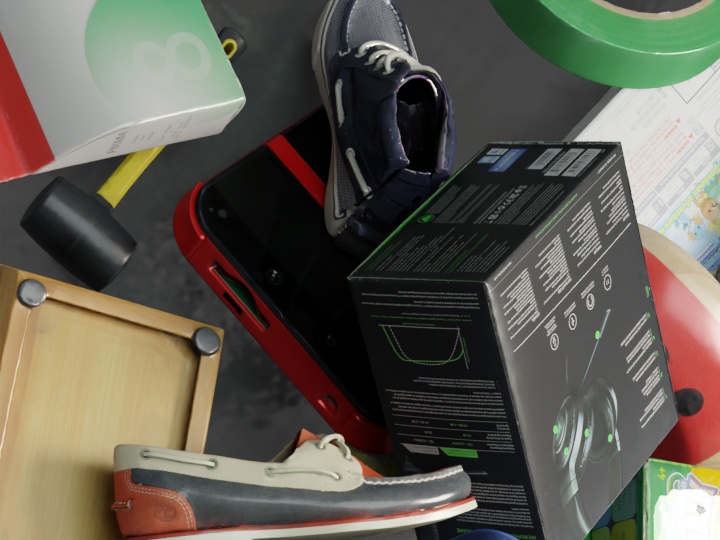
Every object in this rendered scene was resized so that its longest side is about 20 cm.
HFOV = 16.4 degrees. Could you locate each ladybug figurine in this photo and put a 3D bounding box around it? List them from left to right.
[{"bbox_3d":[0.181,0.057,1.551,0.072,0.135,0.201,-43,102,-37],"label":"ladybug figurine"}]

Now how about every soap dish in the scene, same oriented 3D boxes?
[{"bbox_3d":[-0.159,0.102,1.391,0.156,0.081,0.201,17,69,-23],"label":"soap dish"}]

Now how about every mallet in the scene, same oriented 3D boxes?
[{"bbox_3d":[-0.118,-0.068,1.491,0.066,0.041,0.200,48,56,-6],"label":"mallet"}]

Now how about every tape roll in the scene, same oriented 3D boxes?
[{"bbox_3d":[0.172,-0.218,1.653,0.199,0.048,0.202,7,63,-14],"label":"tape roll"}]

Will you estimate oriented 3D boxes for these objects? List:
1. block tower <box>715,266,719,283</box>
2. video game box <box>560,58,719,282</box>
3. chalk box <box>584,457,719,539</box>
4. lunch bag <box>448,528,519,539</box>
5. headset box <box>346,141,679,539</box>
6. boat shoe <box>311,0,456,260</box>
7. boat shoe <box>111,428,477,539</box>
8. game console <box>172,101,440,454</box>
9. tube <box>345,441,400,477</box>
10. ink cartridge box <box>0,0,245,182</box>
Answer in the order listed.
[{"bbox_3d":[0.276,-0.014,1.622,0.054,0.058,0.201,36,61,-17],"label":"block tower"},{"bbox_3d":[0.216,-0.042,1.655,0.182,0.047,0.200,48,59,-6],"label":"video game box"},{"bbox_3d":[0.186,0.191,1.525,0.199,0.124,0.125,10,71,-26],"label":"chalk box"},{"bbox_3d":[0.074,0.241,1.341,0.199,0.136,0.133,35,60,-14],"label":"lunch bag"},{"bbox_3d":[0.094,0.053,1.432,0.174,0.092,0.201,-44,126,-46],"label":"headset box"},{"bbox_3d":[0.021,-0.110,1.515,0.074,0.093,0.201,11,54,-24],"label":"boat shoe"},{"bbox_3d":[-0.035,0.117,1.350,0.198,0.071,0.063,-5,79,-10],"label":"boat shoe"},{"bbox_3d":[0.000,0.000,1.509,0.200,0.031,0.177,49,48,7],"label":"game console"},{"bbox_3d":[0.042,0.064,1.533,0.200,0.052,0.058,-57,139,-32],"label":"tube"},{"bbox_3d":[-0.186,-0.138,1.448,0.199,0.050,0.162,-14,69,-32],"label":"ink cartridge box"}]
